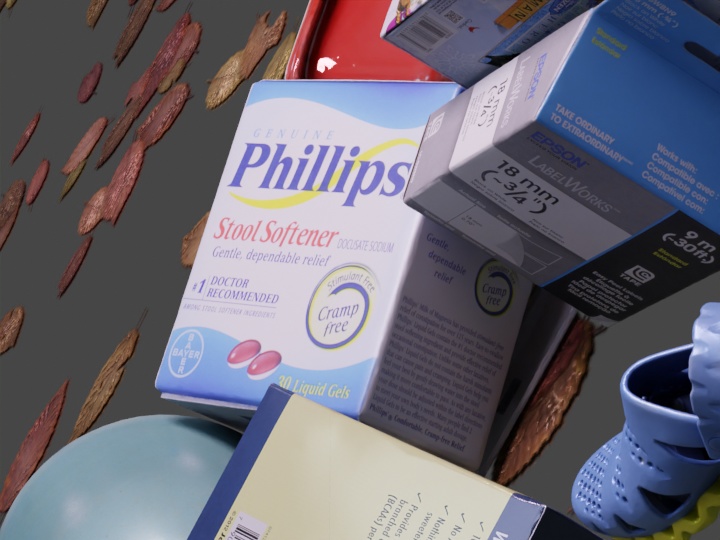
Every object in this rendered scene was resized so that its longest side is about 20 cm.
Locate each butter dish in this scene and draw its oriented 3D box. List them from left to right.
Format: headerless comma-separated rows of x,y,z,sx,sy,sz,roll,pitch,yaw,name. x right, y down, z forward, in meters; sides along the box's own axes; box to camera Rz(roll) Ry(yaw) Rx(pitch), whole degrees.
0.047,-0.126,1.838,0.200,0.147,0.200,73,-152,-50,butter dish

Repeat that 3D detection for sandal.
0.156,0.067,1.332,0.200,0.087,0.080,-41,28,48,sandal

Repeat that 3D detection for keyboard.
0.084,0.072,1.634,0.200,0.011,0.056,-61,23,-2,keyboard

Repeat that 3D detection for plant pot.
-0.104,0.195,1.609,0.201,0.200,0.161,-59,14,1,plant pot

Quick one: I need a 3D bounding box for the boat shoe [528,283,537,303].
0.041,0.028,1.710,0.200,0.069,0.074,-53,20,20,boat shoe

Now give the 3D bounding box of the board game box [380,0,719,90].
0.145,-0.125,1.469,0.200,0.199,0.041,-33,33,52,board game box

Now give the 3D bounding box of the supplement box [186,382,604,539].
0.014,0.190,1.334,0.200,0.134,0.200,21,81,48,supplement box

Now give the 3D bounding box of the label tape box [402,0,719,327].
0.135,-0.056,1.476,0.200,0.144,0.063,-32,33,55,label tape box

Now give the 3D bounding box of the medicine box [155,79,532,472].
0.000,0.000,1.637,0.182,0.103,0.200,4,74,47,medicine box
